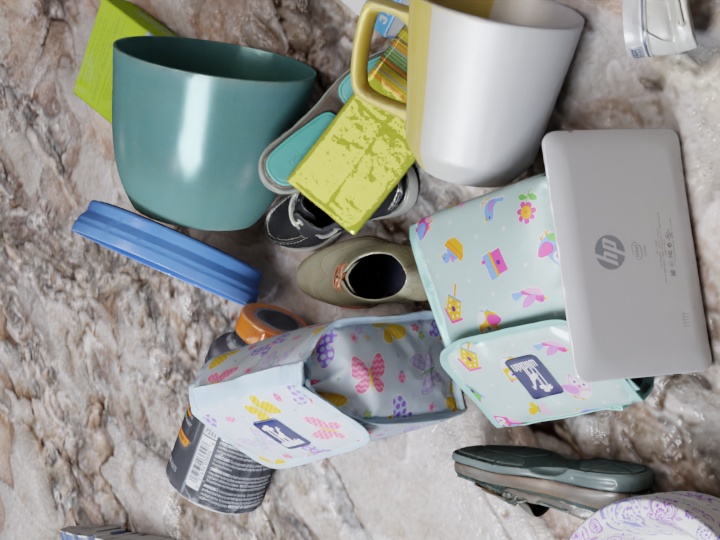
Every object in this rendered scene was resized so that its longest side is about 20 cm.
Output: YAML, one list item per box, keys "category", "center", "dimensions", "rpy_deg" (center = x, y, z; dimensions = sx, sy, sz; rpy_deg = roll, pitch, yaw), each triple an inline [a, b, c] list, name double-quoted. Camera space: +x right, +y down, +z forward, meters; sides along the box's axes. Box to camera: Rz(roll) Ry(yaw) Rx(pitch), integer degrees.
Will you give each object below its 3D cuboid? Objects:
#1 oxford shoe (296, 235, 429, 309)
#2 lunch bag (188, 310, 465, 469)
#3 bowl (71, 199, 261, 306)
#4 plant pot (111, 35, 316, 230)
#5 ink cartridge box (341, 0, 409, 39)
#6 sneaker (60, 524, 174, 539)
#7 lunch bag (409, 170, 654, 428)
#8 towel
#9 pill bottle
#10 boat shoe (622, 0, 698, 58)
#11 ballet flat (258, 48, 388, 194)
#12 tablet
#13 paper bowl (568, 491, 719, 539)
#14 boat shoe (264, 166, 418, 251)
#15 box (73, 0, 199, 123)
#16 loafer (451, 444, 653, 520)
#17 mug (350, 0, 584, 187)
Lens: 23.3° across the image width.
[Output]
- category: "oxford shoe"
  center: [0.000, 0.000, 1.647]
  dimensions: [0.200, 0.074, 0.071]
  rpy_deg: [-5, 86, 46]
- category: "lunch bag"
  center: [-0.035, 0.109, 1.593]
  dimensions: [0.170, 0.200, 0.127]
  rpy_deg: [-18, 77, 44]
- category: "bowl"
  center: [-0.191, -0.018, 1.762]
  dimensions: [0.201, 0.201, 0.039]
  rpy_deg: [19, 84, 44]
- category: "plant pot"
  center: [-0.153, -0.131, 1.723]
  dimensions: [0.201, 0.200, 0.161]
  rpy_deg: [24, 111, 43]
- category: "ink cartridge box"
  center: [0.009, -0.313, 1.644]
  dimensions: [0.200, 0.068, 0.115]
  rpy_deg: [45, 120, 37]
- category: "sneaker"
  center: [-0.261, 0.348, 1.919]
  dimensions: [0.199, 0.081, 0.115]
  rpy_deg: [4, 96, 53]
- category: "lunch bag"
  center: [0.150, 0.029, 1.462]
  dimensions: [0.170, 0.122, 0.200]
  rpy_deg: [-18, 84, 43]
- category: "towel"
  center: [0.025, -0.134, 1.595]
  dimensions: [0.086, 0.018, 0.200]
  rpy_deg: [40, 99, 10]
- category: "pill bottle"
  center: [-0.115, 0.134, 1.743]
  dimensions: [0.106, 0.106, 0.200]
  rpy_deg: [38, 115, 39]
- category: "boat shoe"
  center: [0.248, -0.272, 1.410]
  dimensions: [0.070, 0.071, 0.200]
  rpy_deg: [-1, 85, 19]
- category: "ballet flat"
  center: [-0.013, -0.144, 1.647]
  dimensions: [0.200, 0.064, 0.067]
  rpy_deg: [-37, 90, 1]
- category: "tablet"
  center: [0.213, -0.014, 1.392]
  dimensions: [0.014, 0.130, 0.200]
  rpy_deg: [156, 108, -63]
- category: "paper bowl"
  center: [0.254, 0.272, 1.362]
  dimensions: [0.201, 0.104, 0.201]
  rpy_deg: [-1, 88, 45]
- category: "boat shoe"
  center: [-0.033, -0.063, 1.691]
  dimensions: [0.200, 0.060, 0.074]
  rpy_deg: [-12, 81, 45]
- category: "box"
  center: [-0.231, -0.203, 1.905]
  dimensions: [0.200, 0.048, 0.122]
  rpy_deg: [39, 117, 39]
- category: "loafer"
  center: [0.158, 0.189, 1.490]
  dimensions: [0.200, 0.072, 0.063]
  rpy_deg: [3, 98, 44]
- category: "mug"
  center: [0.096, -0.163, 1.517]
  dimensions: [0.187, 0.149, 0.153]
  rpy_deg: [40, 127, 53]
